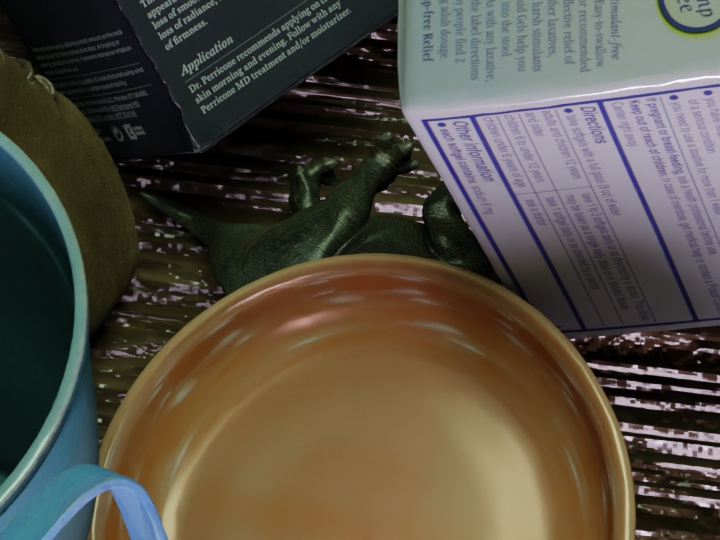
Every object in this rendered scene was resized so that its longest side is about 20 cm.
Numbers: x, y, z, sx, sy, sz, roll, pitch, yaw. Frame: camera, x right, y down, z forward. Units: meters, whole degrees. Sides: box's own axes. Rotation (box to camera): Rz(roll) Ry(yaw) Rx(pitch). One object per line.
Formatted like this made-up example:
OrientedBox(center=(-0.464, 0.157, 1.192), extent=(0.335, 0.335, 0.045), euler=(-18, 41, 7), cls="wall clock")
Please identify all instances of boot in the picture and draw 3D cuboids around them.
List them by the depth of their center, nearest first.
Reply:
OrientedBox(center=(-0.148, -0.060, 1.097), extent=(0.073, 0.201, 0.075), euler=(-8, 25, 41), cls="boot")

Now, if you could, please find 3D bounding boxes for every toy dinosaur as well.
OrientedBox(center=(0.000, 0.000, 1.110), extent=(0.199, 0.077, 0.102), euler=(23, 49, 10), cls="toy dinosaur")

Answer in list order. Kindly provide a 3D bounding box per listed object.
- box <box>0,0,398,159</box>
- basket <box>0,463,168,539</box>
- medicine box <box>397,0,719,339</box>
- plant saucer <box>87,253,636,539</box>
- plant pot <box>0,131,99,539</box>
OrientedBox(center=(-0.056, -0.173, 1.157), extent=(0.200, 0.104, 0.183), euler=(-36, 108, -25), cls="box")
OrientedBox(center=(-0.097, 0.180, 0.890), extent=(0.139, 0.201, 0.176), euler=(16, 52, 45), cls="basket")
OrientedBox(center=(0.131, -0.066, 0.992), extent=(0.199, 0.182, 0.104), euler=(-7, 63, 15), cls="medicine box")
OrientedBox(center=(0.001, 0.094, 1.029), extent=(0.199, 0.037, 0.201), euler=(-4, 72, 14), cls="plant saucer")
OrientedBox(center=(-0.177, 0.071, 0.974), extent=(0.199, 0.188, 0.201), euler=(-2, 56, 3), cls="plant pot")
